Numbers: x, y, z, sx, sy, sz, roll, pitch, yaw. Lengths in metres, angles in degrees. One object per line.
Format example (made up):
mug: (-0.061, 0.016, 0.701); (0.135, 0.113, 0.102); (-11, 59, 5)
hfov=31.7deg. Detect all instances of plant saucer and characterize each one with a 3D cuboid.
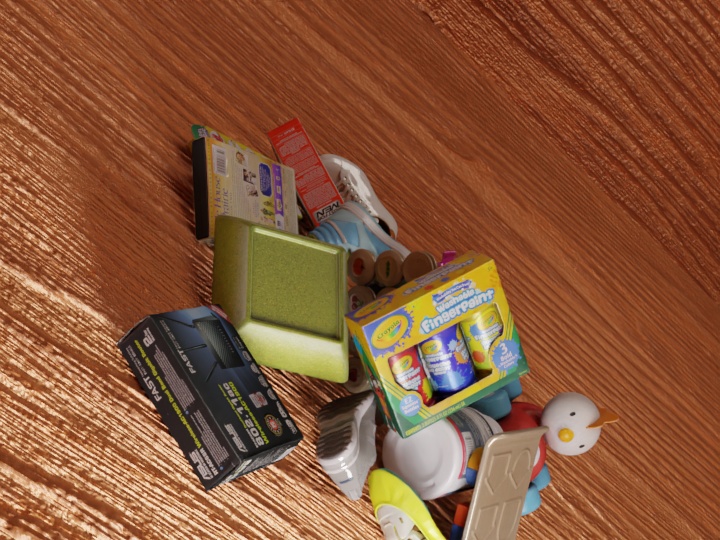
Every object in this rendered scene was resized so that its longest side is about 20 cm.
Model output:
plant saucer: (-0.092, 0.027, 1.631); (0.197, 0.048, 0.203); (15, 57, -26)

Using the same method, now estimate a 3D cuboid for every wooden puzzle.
wooden puzzle: (0.180, 0.304, 1.726); (0.046, 0.203, 0.184); (21, 8, 29)

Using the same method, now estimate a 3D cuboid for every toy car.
toy car: (0.293, 0.245, 1.925); (0.187, 0.197, 0.177); (71, 21, -6)

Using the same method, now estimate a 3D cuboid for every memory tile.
memory tile: (0.038, 0.072, 1.737); (0.017, 0.151, 0.204); (1, 92, -55)

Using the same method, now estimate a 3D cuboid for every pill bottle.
pill bottle: (0.125, 0.250, 1.765); (0.120, 0.119, 0.199); (58, 22, 20)

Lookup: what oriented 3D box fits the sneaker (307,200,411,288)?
sneaker: (0.000, 0.000, 1.847); (0.130, 0.080, 0.200); (-33, 65, -33)

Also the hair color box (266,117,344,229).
hair color box: (-0.074, -0.129, 2.011); (0.202, 0.063, 0.111); (63, -3, 26)

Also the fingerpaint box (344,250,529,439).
fingerpaint box: (0.102, 0.095, 1.646); (0.073, 0.198, 0.169); (28, -39, 67)

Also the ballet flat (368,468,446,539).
ballet flat: (0.070, 0.342, 1.595); (0.201, 0.067, 0.067); (52, 43, -1)

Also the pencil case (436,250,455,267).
pencil case: (0.131, 0.080, 1.883); (0.088, 0.087, 0.204); (15, 65, -55)

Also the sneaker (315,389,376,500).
sneaker: (-0.015, 0.223, 1.632); (0.200, 0.074, 0.083); (-66, 136, -65)

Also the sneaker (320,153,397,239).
sneaker: (-0.005, -0.114, 2.159); (0.200, 0.073, 0.085); (45, 20, -18)

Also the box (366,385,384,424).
box: (0.086, 0.120, 1.788); (0.078, 0.200, 0.095); (49, 21, 1)

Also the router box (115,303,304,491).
router box: (-0.169, 0.139, 1.444); (0.201, 0.062, 0.149); (55, 23, 12)

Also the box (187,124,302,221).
box: (-0.180, -0.137, 1.893); (0.199, 0.048, 0.118); (28, 31, -49)

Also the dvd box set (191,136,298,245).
dvd box set: (-0.161, -0.095, 1.800); (0.199, 0.029, 0.149); (15, 66, -53)

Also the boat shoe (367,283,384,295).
boat shoe: (0.052, 0.039, 1.927); (0.072, 0.073, 0.199); (41, 52, 20)
